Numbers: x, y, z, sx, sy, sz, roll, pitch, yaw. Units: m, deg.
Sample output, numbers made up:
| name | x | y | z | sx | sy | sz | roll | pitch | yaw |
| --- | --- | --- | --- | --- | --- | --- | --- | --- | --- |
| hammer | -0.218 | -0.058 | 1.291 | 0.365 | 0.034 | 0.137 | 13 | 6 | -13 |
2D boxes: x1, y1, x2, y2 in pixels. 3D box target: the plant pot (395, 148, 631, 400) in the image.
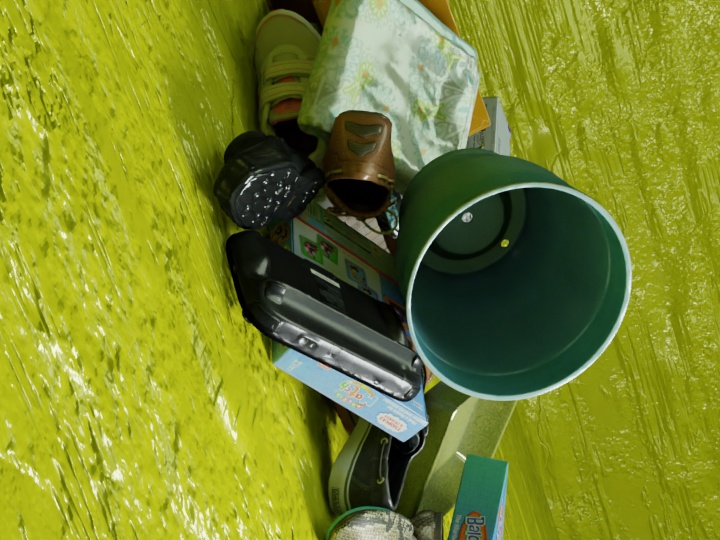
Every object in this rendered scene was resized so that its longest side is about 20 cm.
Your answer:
| name | x | y | z | sx | sy | sz | roll | pitch | yaw |
| --- | --- | --- | --- | --- | --- | --- | --- | --- | --- |
| plant pot | 0.117 | -0.016 | 1.189 | 0.188 | 0.198 | 0.202 | -115 | -176 | -64 |

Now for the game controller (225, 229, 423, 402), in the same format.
| name | x | y | z | sx | sy | sz | roll | pitch | yaw |
| --- | --- | --- | --- | --- | --- | --- | --- | --- | --- |
| game controller | -0.027 | 0.037 | 1.046 | 0.199 | 0.042 | 0.105 | 30 | 20 | -40 |

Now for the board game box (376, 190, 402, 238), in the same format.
| name | x | y | z | sx | sy | sz | roll | pitch | yaw |
| --- | --- | --- | --- | --- | --- | --- | --- | --- | --- |
| board game box | -0.014 | -0.124 | 1.398 | 0.200 | 0.028 | 0.136 | 39 | -28 | 61 |

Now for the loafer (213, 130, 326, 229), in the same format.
| name | x | y | z | sx | sy | sz | roll | pitch | yaw |
| --- | --- | --- | --- | --- | --- | --- | --- | --- | --- |
| loafer | -0.084 | -0.077 | 1.062 | 0.070 | 0.068 | 0.200 | 40 | 10 | 6 |

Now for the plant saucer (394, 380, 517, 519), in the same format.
| name | x | y | z | sx | sy | sz | roll | pitch | yaw |
| --- | --- | --- | --- | --- | --- | --- | --- | --- | --- |
| plant saucer | 0.093 | 0.164 | 1.317 | 0.199 | 0.048 | 0.201 | -31 | 146 | -52 |

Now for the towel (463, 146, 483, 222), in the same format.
| name | x | y | z | sx | sy | sz | roll | pitch | yaw |
| --- | --- | --- | --- | --- | --- | --- | --- | --- | --- |
| towel | 0.111 | -0.022 | 1.461 | 0.192 | 0.034 | 0.202 | -34 | 118 | -52 |

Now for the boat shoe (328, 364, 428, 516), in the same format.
| name | x | y | z | sx | sy | sz | roll | pitch | yaw |
| --- | --- | --- | --- | --- | --- | --- | --- | --- | --- |
| boat shoe | 0.030 | 0.146 | 1.167 | 0.201 | 0.056 | 0.069 | -61 | 142 | -50 |

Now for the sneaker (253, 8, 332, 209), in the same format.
| name | x | y | z | sx | sy | sz | roll | pitch | yaw |
| --- | --- | --- | --- | --- | --- | --- | --- | --- | --- |
| sneaker | -0.060 | -0.162 | 1.269 | 0.088 | 0.081 | 0.202 | 40 | 34 | -77 |

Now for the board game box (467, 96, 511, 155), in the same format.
| name | x | y | z | sx | sy | sz | roll | pitch | yaw |
| --- | --- | --- | --- | --- | --- | --- | --- | --- | --- |
| board game box | 0.077 | -0.141 | 1.610 | 0.103 | 0.198 | 0.106 | 51 | 42 | -66 |

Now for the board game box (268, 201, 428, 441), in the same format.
| name | x | y | z | sx | sy | sz | roll | pitch | yaw |
| --- | --- | --- | --- | --- | --- | --- | --- | --- | --- |
| board game box | -0.013 | 0.034 | 1.149 | 0.151 | 0.037 | 0.201 | 34 | 30 | -30 |

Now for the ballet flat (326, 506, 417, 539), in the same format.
| name | x | y | z | sx | sy | sz | roll | pitch | yaw |
| --- | --- | --- | --- | --- | --- | --- | --- | --- | --- |
| ballet flat | 0.028 | 0.247 | 1.106 | 0.075 | 0.068 | 0.200 | 51 | -2 | 23 |

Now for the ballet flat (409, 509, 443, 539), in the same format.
| name | x | y | z | sx | sy | sz | roll | pitch | yaw |
| --- | --- | --- | --- | --- | --- | --- | --- | --- | --- |
| ballet flat | 0.059 | 0.289 | 1.277 | 0.201 | 0.046 | 0.068 | 84 | 6 | -55 |

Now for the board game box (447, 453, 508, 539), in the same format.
| name | x | y | z | sx | sy | sz | roll | pitch | yaw |
| --- | --- | --- | --- | --- | --- | --- | --- | --- | --- |
| board game box | 0.100 | 0.300 | 1.243 | 0.153 | 0.044 | 0.201 | 85 | 17 | -51 |

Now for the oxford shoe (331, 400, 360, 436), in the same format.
| name | x | y | z | sx | sy | sz | roll | pitch | yaw |
| --- | --- | --- | --- | --- | --- | --- | --- | --- | --- |
| oxford shoe | -0.001 | 0.064 | 1.243 | 0.071 | 0.074 | 0.202 | 64 | 14 | -59 |

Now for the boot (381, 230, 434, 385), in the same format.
| name | x | y | z | sx | sy | sz | roll | pitch | yaw |
| --- | --- | --- | --- | --- | --- | --- | --- | --- | --- |
| boot | 0.026 | 0.044 | 1.503 | 0.155 | 0.073 | 0.202 | -3 | 77 | -74 |

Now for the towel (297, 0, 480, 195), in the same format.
| name | x | y | z | sx | sy | sz | roll | pitch | yaw |
| --- | --- | --- | --- | --- | --- | --- | --- | --- | --- |
| towel | 0.035 | -0.175 | 1.269 | 0.199 | 0.048 | 0.173 | 29 | 66 | -38 |

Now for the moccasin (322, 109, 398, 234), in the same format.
| name | x | y | z | sx | sy | sz | roll | pitch | yaw |
| --- | --- | --- | --- | --- | --- | --- | --- | --- | --- |
| moccasin | 0.002 | -0.076 | 1.174 | 0.201 | 0.073 | 0.079 | 121 | -24 | -77 |

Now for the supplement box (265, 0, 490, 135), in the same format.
| name | x | y | z | sx | sy | sz | roll | pitch | yaw |
| --- | --- | --- | --- | --- | --- | --- | --- | --- | --- |
| supplement box | 0.015 | -0.230 | 1.437 | 0.199 | 0.132 | 0.200 | 68 | -13 | -19 |

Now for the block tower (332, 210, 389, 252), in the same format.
| name | x | y | z | sx | sy | sz | roll | pitch | yaw |
| --- | --- | --- | --- | --- | --- | --- | --- | --- | --- |
| block tower | 0.000 | 0.000 | 1.371 | 0.054 | 0.058 | 0.201 | 25 | -35 | 46 |
